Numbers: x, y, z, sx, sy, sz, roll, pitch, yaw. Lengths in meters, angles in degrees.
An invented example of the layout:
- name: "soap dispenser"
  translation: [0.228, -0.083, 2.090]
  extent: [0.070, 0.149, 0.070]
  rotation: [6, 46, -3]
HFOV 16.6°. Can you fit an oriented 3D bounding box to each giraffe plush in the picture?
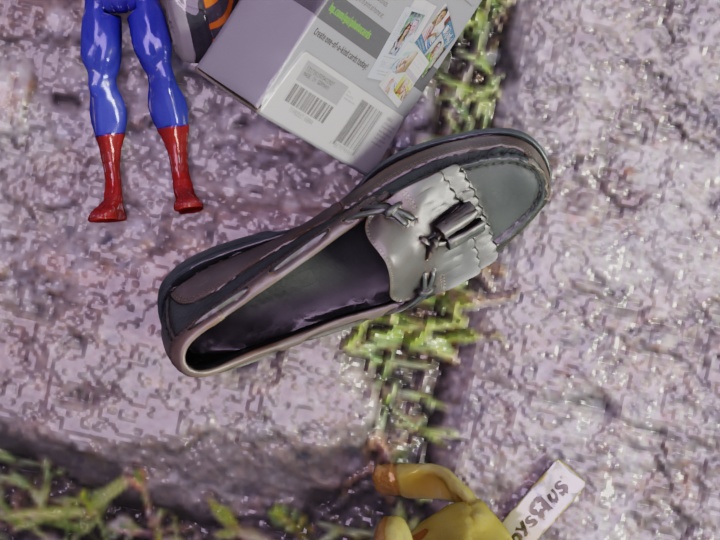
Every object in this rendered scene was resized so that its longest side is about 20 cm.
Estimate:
- name: "giraffe plush"
  translation: [0.040, 0.179, 1.103]
  extent: [0.173, 0.162, 0.200]
  rotation: [24, 93, 5]

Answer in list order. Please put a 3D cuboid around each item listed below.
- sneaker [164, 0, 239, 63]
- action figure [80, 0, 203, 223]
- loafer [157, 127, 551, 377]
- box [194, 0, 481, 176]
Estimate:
- name: "sneaker"
  translation: [-0.030, -0.176, 1.113]
  extent: [0.112, 0.078, 0.200]
  rotation: [2, 54, 4]
- name: "action figure"
  translation: [-0.115, -0.126, 1.152]
  extent: [0.065, 0.099, 0.200]
  rotation: [-7, 87, 4]
- name: "loafer"
  translation: [0.000, 0.000, 1.149]
  extent: [0.200, 0.063, 0.072]
  rotation: [-24, 114, 7]
- name: "box"
  translation: [0.021, -0.147, 1.105]
  extent: [0.041, 0.156, 0.200]
  rotation: [35, 94, 20]
